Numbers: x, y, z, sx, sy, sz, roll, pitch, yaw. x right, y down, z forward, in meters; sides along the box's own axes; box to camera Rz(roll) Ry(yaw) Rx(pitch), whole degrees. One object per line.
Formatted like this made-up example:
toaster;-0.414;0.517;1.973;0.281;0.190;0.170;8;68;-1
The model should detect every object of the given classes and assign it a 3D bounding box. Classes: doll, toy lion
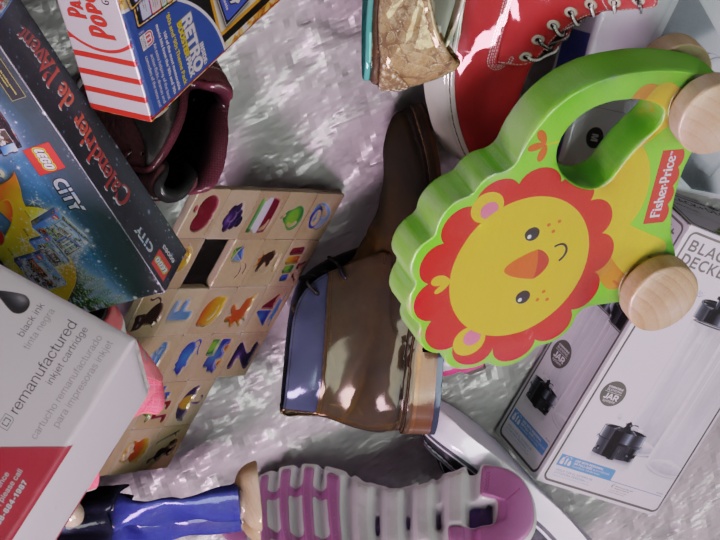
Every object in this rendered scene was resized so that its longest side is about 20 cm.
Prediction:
doll;-0.160;0.152;1.645;0.199;0.049;0.137;-5;165;-6
toy lion;0.112;-0.034;1.575;0.191;0.069;0.201;-5;126;-26

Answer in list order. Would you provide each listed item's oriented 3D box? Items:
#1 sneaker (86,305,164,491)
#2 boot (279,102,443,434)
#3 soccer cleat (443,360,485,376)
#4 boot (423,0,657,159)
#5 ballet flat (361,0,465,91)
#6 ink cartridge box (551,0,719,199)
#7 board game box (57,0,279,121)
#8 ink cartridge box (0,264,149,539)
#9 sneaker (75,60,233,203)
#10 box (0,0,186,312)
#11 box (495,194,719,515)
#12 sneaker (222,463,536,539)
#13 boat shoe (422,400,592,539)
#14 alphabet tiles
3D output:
sneaker;-0.188;0.110;1.509;0.200;0.074;0.087;-44;120;-1
boot;0.000;0.000;1.636;0.096;0.075;0.201;0;94;-6
soccer cleat;0.102;-0.019;1.699;0.200;0.070;0.086;-38;121;-9
boot;0.116;-0.140;1.573;0.072;0.144;0.201;-42;143;-51
ballet flat;0.032;-0.199;1.530;0.065;0.071;0.201;-2;113;-4
ink cartridge box;0.214;-0.146;1.661;0.199;0.041;0.200;8;99;-32
board game box;-0.085;-0.198;1.438;0.200;0.046;0.152;-46;136;-37
ink cartridge box;-0.233;0.061;1.420;0.147;0.199;0.083;-59;168;-19
sneaker;-0.145;-0.049;1.515;0.076;0.116;0.200;34;100;-38
box;-0.202;-0.059;1.458;0.136;0.038;0.200;-15;122;29
box;0.190;0.053;1.787;0.116;0.060;0.200;20;108;-35
sneaker;0.013;0.176;1.732;0.199;0.081;0.089;0;144;5
boat shoe;0.086;0.157;1.795;0.068;0.072;0.200;-43;136;1
alphabet tiles;-0.097;0.037;1.610;0.200;0.008;0.167;-60;156;15
